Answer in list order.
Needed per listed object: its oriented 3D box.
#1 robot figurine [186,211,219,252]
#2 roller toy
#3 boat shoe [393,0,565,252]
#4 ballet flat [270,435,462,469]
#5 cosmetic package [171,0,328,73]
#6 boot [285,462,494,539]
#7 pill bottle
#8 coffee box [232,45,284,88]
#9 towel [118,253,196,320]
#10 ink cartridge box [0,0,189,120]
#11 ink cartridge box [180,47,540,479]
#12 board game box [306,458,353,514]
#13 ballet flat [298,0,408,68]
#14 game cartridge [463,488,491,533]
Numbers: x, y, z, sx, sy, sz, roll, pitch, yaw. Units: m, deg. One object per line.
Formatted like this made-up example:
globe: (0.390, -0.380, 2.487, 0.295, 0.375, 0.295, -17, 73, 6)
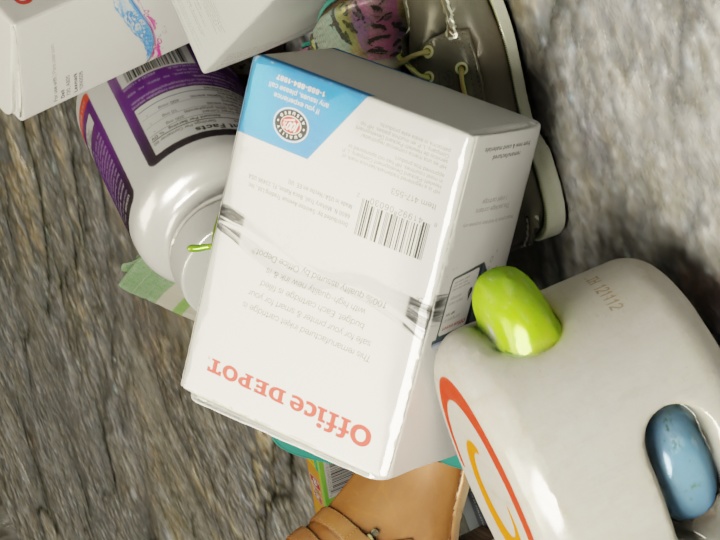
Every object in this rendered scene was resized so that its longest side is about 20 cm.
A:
robot figurine: (0.000, 0.000, 1.726, 0.200, 0.176, 0.116, 27, -166, 4)
roller toy: (0.134, 0.093, 1.523, 0.200, 0.139, 0.183, 81, 164, -63)
boat shoe: (0.055, -0.104, 1.635, 0.072, 0.060, 0.202, 9, 121, 68)
ballet flat: (0.042, 0.085, 1.778, 0.200, 0.072, 0.068, 3, 149, 29)
cosmetic package: (-0.042, -0.191, 1.732, 0.081, 0.113, 0.200, 65, 161, 3)
boot: (-0.001, 0.152, 1.844, 0.200, 0.155, 0.077, 69, 162, -8)
pill bottle: (-0.106, -0.060, 1.870, 0.200, 0.111, 0.112, -119, 16, -46)
coffee box: (-0.110, -0.105, 2.031, 0.080, 0.113, 0.200, 51, 157, 44)
towel: (-0.063, 0.028, 1.998, 0.200, 0.023, 0.153, 23, 165, -10)
ink cartridge box: (-0.177, -0.202, 1.872, 0.145, 0.200, 0.084, 45, 149, 32)
ink cartridge box: (-0.002, -0.006, 1.599, 0.146, 0.086, 0.200, 22, 109, 28)
board game box: (0.019, 0.180, 2.034, 0.030, 0.095, 0.200, 48, 154, 49)
ballet flat: (-0.002, -0.121, 1.757, 0.200, 0.069, 0.071, 148, 120, -76)
game cartridge: (0.092, 0.127, 1.858, 0.133, 0.041, 0.200, -6, 106, 67)
